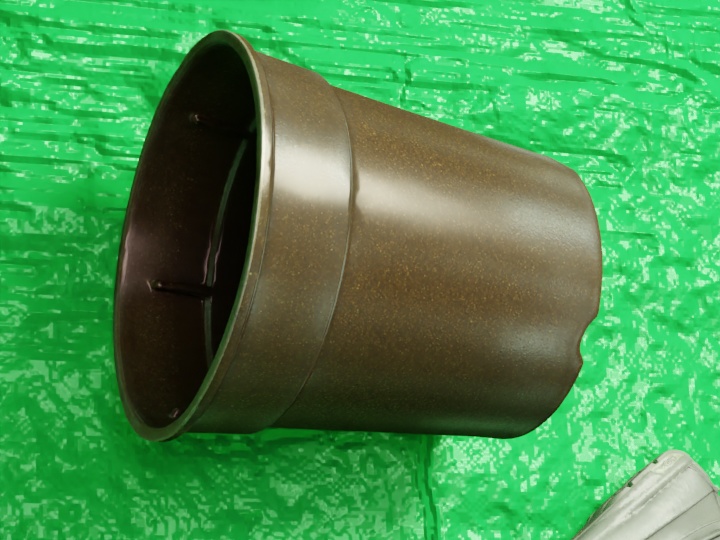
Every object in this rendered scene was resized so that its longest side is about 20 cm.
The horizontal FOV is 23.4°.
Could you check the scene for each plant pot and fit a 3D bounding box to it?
[{"bbox_3d":[0.000,0.000,0.874,0.198,0.200,0.201,11,70,-24],"label":"plant pot"}]

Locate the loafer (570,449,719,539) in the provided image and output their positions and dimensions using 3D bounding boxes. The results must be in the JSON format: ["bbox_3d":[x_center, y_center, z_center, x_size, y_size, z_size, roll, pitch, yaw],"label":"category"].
[{"bbox_3d":[0.125,0.174,0.919,0.200,0.070,0.070,-37,79,-25],"label":"loafer"}]
